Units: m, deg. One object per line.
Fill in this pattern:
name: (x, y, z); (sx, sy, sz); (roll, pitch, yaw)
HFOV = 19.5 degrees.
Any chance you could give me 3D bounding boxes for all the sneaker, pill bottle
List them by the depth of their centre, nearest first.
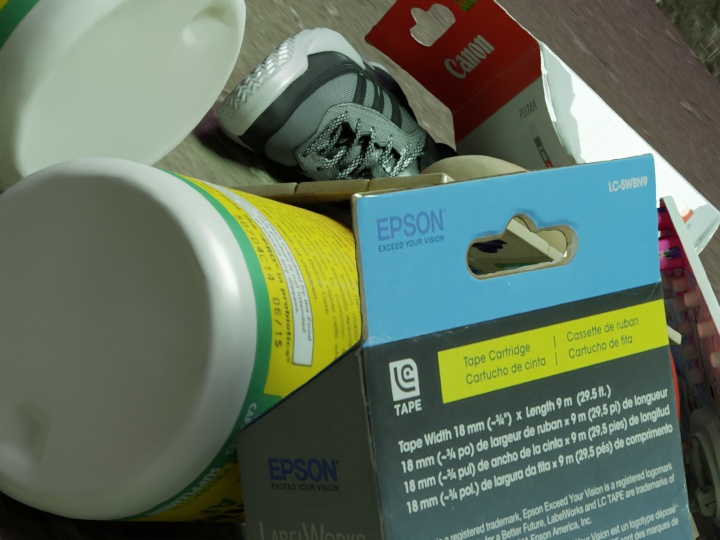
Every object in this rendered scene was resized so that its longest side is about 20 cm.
pill bottle: (-0.042, 0.030, 0.715); (0.113, 0.113, 0.200); (54, 17, 22)
pill bottle: (-0.145, -0.128, 0.777); (0.200, 0.113, 0.113); (45, 14, 23)
sneaker: (0.004, -0.060, 1.106); (0.114, 0.075, 0.200); (49, 13, 14)

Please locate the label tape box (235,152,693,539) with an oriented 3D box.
label tape box: (0.036, 0.071, 0.648); (0.144, 0.063, 0.200); (-10, 94, -46)

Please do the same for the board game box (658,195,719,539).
board game box: (0.167, 0.100, 1.014); (0.200, 0.026, 0.200); (80, -3, -48)

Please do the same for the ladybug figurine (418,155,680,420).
ladybug figurine: (0.087, 0.034, 0.984); (0.072, 0.136, 0.200); (-6, 59, -41)

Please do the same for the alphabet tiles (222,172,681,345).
alphabet tiles: (0.000, 0.000, 0.823); (0.167, 0.200, 0.008); (30, 66, -47)

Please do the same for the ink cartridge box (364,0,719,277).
ink cartridge box: (0.082, -0.066, 1.126); (0.200, 0.050, 0.162); (40, -16, -4)
